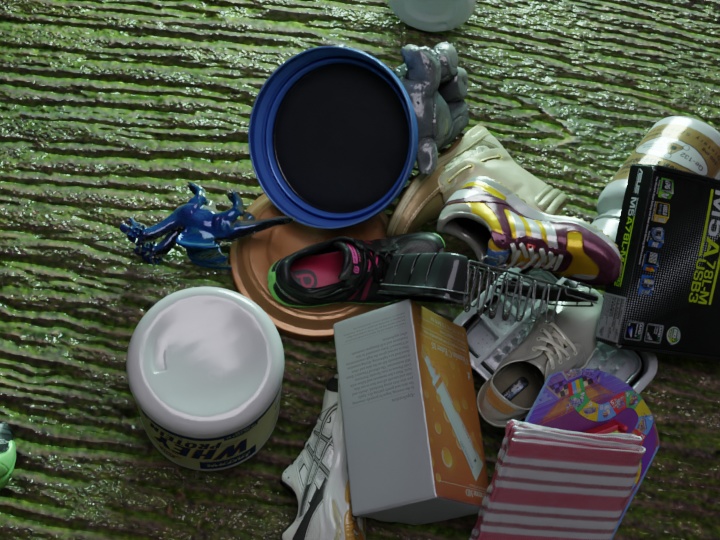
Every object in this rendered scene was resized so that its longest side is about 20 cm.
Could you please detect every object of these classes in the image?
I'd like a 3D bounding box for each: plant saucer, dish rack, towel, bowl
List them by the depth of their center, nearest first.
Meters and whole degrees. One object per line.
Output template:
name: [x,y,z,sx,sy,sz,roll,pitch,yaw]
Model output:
towel: [0.185,0.242,0.998,0.146,0.200,0.030,9,23,-15]
dish rack: [0.135,0.023,1.038,0.200,0.153,0.055,14,86,-23]
bowl: [-0.029,-0.147,1.122,0.200,0.039,0.201,2,97,21]
dish rack: [0.214,0.094,1.134,0.172,0.044,0.200,-41,76,-21]
plant saucer: [-0.051,-0.017,1.160,0.200,0.032,0.201,2,67,-5]

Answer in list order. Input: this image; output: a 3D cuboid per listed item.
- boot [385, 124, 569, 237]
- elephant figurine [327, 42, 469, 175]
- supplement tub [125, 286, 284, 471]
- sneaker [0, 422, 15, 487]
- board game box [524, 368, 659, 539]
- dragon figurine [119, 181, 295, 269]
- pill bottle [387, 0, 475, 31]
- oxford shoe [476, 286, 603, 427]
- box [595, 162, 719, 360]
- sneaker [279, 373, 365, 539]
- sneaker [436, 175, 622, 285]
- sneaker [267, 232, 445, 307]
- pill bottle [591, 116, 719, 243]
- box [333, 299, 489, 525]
boot: [0.139,-0.068,1.178,0.155,0.073,0.200,40,57,11]
elephant figurine: [0.020,-0.197,1.198,0.200,0.142,0.155,2,20,30]
supplement tub: [-0.150,0.116,0.997,0.145,0.200,0.145,2,66,-5]
sneaker: [-0.444,0.178,1.009,0.200,0.077,0.084,7,44,-3]
board game box: [0.233,0.205,1.038,0.158,0.039,0.200,30,87,-16]
dragon figurine: [-0.167,-0.038,1.120,0.200,0.059,0.100,15,67,19]
pill bottle: [0.105,-0.423,1.311,0.113,0.113,0.200,12,65,-1]
oxford shoe: [0.203,0.090,1.081,0.075,0.058,0.200,43,67,13]
box: [0.363,-0.005,1.111,0.193,0.048,0.200,9,94,-25]
sneaker: [-0.043,0.197,1.044,0.088,0.076,0.200,-8,53,15]
sneaker: [0.177,-0.024,1.075,0.200,0.075,0.090,27,49,20]
sneaker: [0.000,0.000,1.091,0.200,0.084,0.077,-13,82,-10]
pill bottle: [0.345,-0.078,1.185,0.114,0.114,0.200,37,68,10]
box: [0.053,0.149,1.031,0.097,0.124,0.200,-19,64,28]
